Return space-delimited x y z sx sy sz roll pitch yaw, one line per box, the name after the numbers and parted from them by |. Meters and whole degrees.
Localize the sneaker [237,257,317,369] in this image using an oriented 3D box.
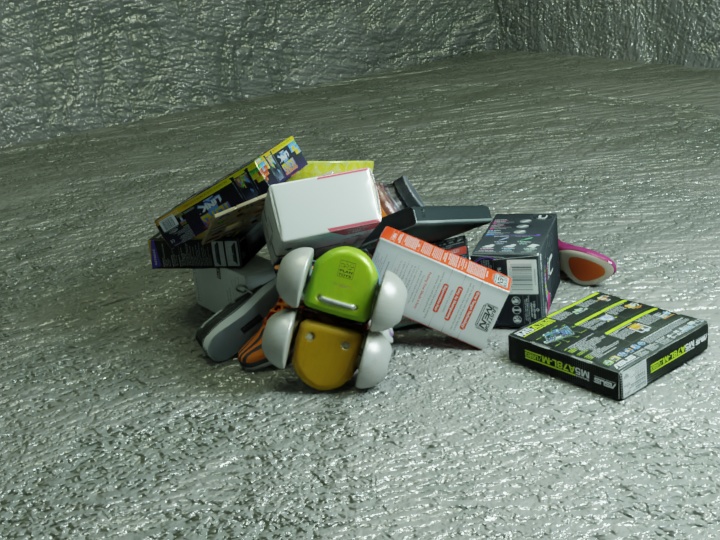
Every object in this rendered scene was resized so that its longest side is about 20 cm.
-0.114 0.049 1.476 0.200 0.112 0.078 -40 33 -12 | sneaker

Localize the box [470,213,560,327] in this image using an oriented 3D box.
0.246 -0.004 1.583 0.106 0.123 0.200 1 21 19 | box

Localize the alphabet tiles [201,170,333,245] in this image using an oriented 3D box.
-0.138 -0.097 1.516 0.199 0.008 0.167 -25 -5 -19 | alphabet tiles

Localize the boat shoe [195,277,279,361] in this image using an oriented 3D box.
-0.159 0.056 1.535 0.199 0.074 0.068 -41 42 -9 | boat shoe

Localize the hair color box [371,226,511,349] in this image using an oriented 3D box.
0.107 0.024 1.470 0.199 0.102 0.061 24 22 3 | hair color box

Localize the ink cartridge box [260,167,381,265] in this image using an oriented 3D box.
-0.061 -0.075 1.467 0.146 0.083 0.200 -12 -7 -10 | ink cartridge box

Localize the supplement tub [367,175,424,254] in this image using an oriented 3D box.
0.013 -0.083 1.782 0.200 0.107 0.107 -33 17 10 | supplement tub

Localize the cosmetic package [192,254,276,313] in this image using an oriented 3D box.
-0.202 0.024 1.664 0.074 0.102 0.200 -19 21 -32 | cosmetic package

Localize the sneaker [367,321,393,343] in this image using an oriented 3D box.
-0.020 0.081 1.529 0.099 0.075 0.200 -33 27 -18 | sneaker

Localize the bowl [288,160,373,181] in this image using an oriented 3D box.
-0.077 -0.131 1.708 0.199 0.108 0.200 1 6 0 | bowl

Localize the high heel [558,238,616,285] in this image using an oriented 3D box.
0.360 -0.029 1.695 0.096 0.068 0.200 -33 28 -32 | high heel

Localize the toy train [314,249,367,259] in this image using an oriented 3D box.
-0.068 -0.033 1.664 0.114 0.200 0.087 -36 49 11 | toy train

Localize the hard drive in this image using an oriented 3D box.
0.097 -0.070 1.617 0.139 0.033 0.200 -20 -10 41 | hard drive

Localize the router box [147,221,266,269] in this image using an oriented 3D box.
-0.236 -0.059 1.681 0.157 0.052 0.200 -1 20 15 | router box

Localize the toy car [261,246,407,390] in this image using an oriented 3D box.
-0.031 0.057 1.396 0.174 0.201 0.150 15 16 3 | toy car

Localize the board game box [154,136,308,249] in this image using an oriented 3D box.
-0.196 -0.120 1.560 0.200 0.057 0.165 -27 9 24 | board game box

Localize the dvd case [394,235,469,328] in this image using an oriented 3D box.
0.105 0.016 1.622 0.145 0.022 0.200 -14 29 10 | dvd case

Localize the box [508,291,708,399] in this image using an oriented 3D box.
0.339 0.097 1.396 0.200 0.048 0.193 -22 23 -35 | box

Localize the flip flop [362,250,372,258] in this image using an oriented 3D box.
0.000 0.000 1.603 0.081 0.058 0.200 27 -7 18 | flip flop
